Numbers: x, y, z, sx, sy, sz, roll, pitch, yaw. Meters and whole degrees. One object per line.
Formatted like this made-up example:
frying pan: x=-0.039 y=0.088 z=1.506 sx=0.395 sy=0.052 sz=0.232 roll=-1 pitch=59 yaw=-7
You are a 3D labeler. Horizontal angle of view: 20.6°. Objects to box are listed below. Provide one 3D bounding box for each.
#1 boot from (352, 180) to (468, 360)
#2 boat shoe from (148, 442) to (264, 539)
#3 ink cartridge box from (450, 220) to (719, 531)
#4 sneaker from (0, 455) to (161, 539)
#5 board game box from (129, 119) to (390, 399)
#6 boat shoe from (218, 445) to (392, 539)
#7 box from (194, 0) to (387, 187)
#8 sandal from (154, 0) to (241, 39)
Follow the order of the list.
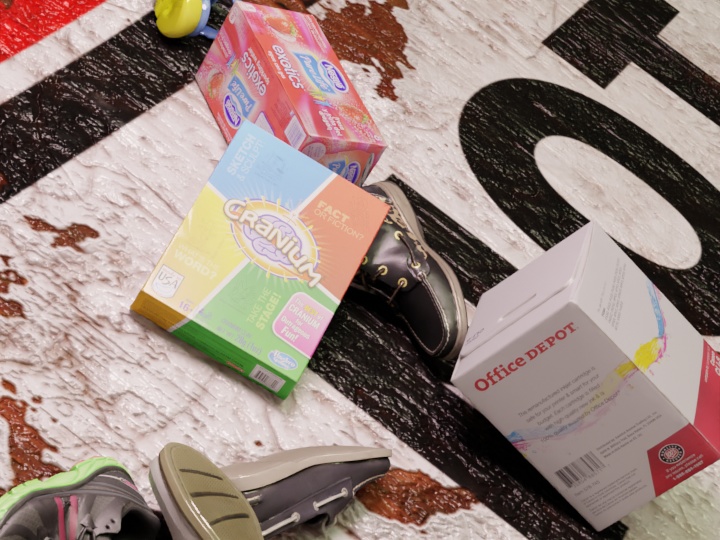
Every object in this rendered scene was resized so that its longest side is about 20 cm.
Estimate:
boot: x=0.000 y=0.000 z=1.791 sx=0.150 sy=0.073 sz=0.200 roll=-1 pitch=53 yaw=-36
boat shoe: x=-0.103 y=0.214 z=1.423 sx=0.075 sy=0.068 sz=0.200 roll=11 pitch=37 yaw=-51
ink cartridge box: x=0.205 y=0.090 z=1.735 sx=0.200 sy=0.145 sz=0.145 roll=46 pitch=31 yaw=-15
sneaker: x=-0.207 y=0.189 z=1.363 sx=0.084 sy=0.077 sz=0.200 roll=39 pitch=34 yaw=16
board game box: x=-0.082 y=-0.012 z=1.690 sx=0.153 sy=0.040 sz=0.200 roll=30 pitch=58 yaw=-5
boat shoe: x=-0.046 y=0.175 z=1.557 sx=0.200 sy=0.073 sz=0.063 roll=-7 pitch=93 yaw=-52
box: x=-0.069 y=-0.153 z=1.902 sx=0.094 sy=0.103 sz=0.200 roll=6 pitch=41 yaw=-37
sandal: x=-0.171 y=-0.303 z=2.039 sx=0.087 sy=0.079 sz=0.200 roll=16 pitch=45 yaw=-31
